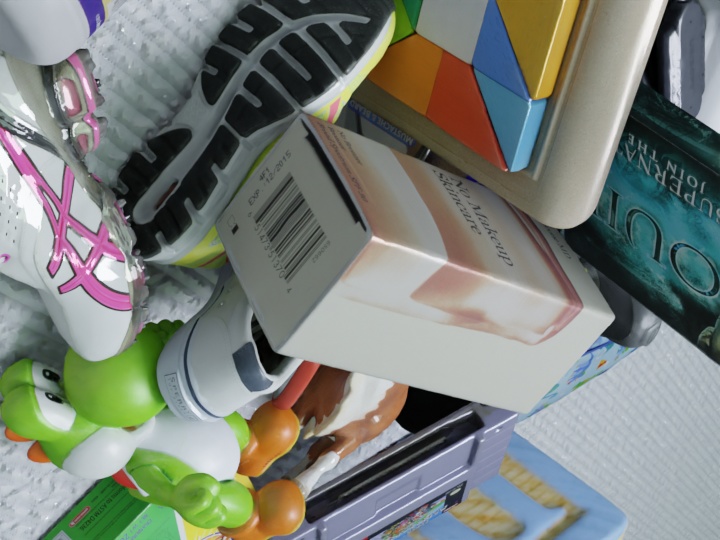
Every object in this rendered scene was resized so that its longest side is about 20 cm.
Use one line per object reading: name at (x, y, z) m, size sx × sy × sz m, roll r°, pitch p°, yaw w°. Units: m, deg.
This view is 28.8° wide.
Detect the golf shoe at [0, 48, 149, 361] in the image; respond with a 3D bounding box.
golf shoe at (-0.164, -0.029, 0.685) m, size 0.092 × 0.073 × 0.200 m, roll -31°, pitch 133°, yaw -25°

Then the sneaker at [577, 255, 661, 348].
sneaker at (0.129, -0.010, 0.996) m, size 0.085 × 0.200 × 0.075 m, roll -14°, pitch 135°, yaw -34°

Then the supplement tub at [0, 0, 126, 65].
supplement tub at (-0.100, -0.194, 0.529) m, size 0.200 × 0.145 × 0.145 m, roll -48°, pitch 149°, yaw -12°

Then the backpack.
backpack at (0.130, 0.048, 1.111) m, size 0.200 × 0.154 × 0.163 m, roll -41°, pitch 171°, yaw -48°

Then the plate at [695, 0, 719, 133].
plate at (0.173, -0.138, 0.929) m, size 0.032 × 0.200 × 0.200 m, roll -7°, pitch 128°, yaw -32°

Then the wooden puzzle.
wooden puzzle at (0.060, -0.141, 0.752) m, size 0.037 × 0.200 × 0.185 m, roll -24°, pitch 138°, yaw -45°

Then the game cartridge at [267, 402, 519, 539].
game cartridge at (0.021, 0.166, 1.022) m, size 0.200 × 0.038 × 0.130 m, roll -27°, pitch 151°, yaw -16°

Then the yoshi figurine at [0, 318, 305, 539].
yoshi figurine at (-0.109, 0.089, 0.817) m, size 0.200 × 0.112 × 0.112 m, roll 27°, pitch 84°, yaw -40°

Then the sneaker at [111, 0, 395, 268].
sneaker at (-0.052, -0.079, 0.789) m, size 0.200 × 0.078 × 0.090 m, roll -45°, pitch 150°, yaw 5°

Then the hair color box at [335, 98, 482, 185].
hair color box at (0.039, -0.071, 0.885) m, size 0.065 × 0.109 × 0.200 m, roll -16°, pitch 132°, yaw -47°

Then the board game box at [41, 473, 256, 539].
board game box at (-0.135, 0.199, 0.976) m, size 0.153 × 0.040 × 0.200 m, roll -45°, pitch 149°, yaw -16°

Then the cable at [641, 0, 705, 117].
cable at (0.146, -0.122, 0.842) m, size 0.051 × 0.163 × 0.200 m, roll -22°, pitch 128°, yaw -14°

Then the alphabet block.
alphabet block at (0.084, 0.270, 1.208) m, size 0.196 × 0.195 × 0.200 m, roll -24°, pitch 137°, yaw -38°

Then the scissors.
scissors at (0.000, 0.000, 0.842) m, size 0.200 × 0.014 × 0.073 m, roll -55°, pitch -168°, yaw 25°

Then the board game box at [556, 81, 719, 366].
board game box at (0.159, -0.038, 0.779) m, size 0.028 × 0.200 × 0.135 m, roll -32°, pitch 142°, yaw -22°

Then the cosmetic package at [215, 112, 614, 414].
cosmetic package at (0.033, 0.001, 0.770) m, size 0.200 × 0.103 × 0.087 m, roll 17°, pitch 122°, yaw -44°

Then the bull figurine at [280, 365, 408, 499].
bull figurine at (-0.014, 0.094, 0.959) m, size 0.121 × 0.065 × 0.200 m, roll -42°, pitch 175°, yaw -10°

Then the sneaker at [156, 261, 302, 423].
sneaker at (-0.045, 0.019, 0.821) m, size 0.073 × 0.071 × 0.200 m, roll 63°, pitch 30°, yaw -25°
